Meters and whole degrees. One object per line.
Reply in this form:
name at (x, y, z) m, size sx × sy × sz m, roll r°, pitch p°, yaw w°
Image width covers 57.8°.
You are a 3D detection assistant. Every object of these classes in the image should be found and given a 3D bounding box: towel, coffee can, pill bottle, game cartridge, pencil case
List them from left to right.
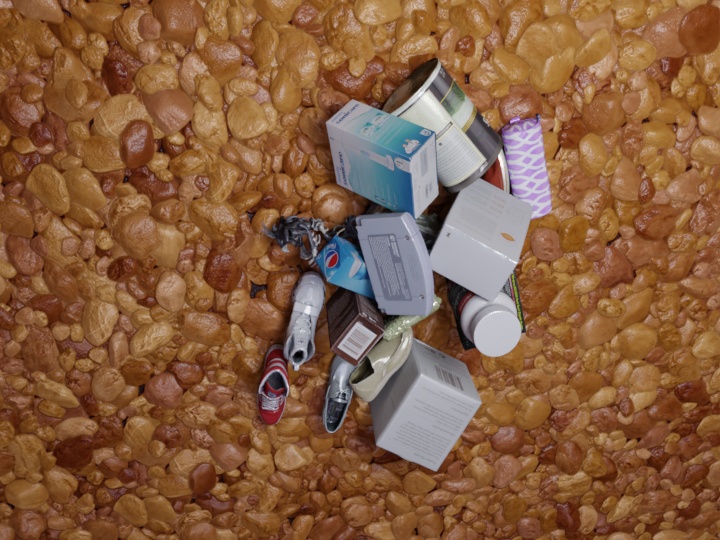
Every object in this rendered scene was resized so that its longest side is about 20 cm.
game cartridge at (0.070, -0.011, 1.229) m, size 0.131 × 0.040 × 0.205 m, roll 3°, pitch 118°, yaw 40°
towel at (0.099, 0.089, 1.361) m, size 0.147 × 0.200 × 0.037 m, roll -35°, pitch 92°, yaw 3°
coffee can at (0.154, -0.271, 1.235) m, size 0.146 × 0.147 × 0.200 m, roll -42°, pitch 111°, yaw 12°
pill bottle at (0.244, 0.076, 1.295) m, size 0.112 × 0.201 × 0.119 m, roll -2°, pitch 114°, yaw -5°
pencil case at (0.334, -0.206, 1.316) m, size 0.082 × 0.086 × 0.205 m, roll -16°, pitch 113°, yaw -3°

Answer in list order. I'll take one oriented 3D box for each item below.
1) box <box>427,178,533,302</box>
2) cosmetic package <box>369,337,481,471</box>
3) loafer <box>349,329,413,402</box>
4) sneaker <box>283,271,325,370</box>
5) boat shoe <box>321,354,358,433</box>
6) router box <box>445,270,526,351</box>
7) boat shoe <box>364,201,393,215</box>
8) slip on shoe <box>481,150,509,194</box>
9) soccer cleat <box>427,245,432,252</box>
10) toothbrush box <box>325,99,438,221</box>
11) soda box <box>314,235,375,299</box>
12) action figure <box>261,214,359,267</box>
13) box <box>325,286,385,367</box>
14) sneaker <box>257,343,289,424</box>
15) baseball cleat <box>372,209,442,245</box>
box at (0.230, -0.067, 1.250) m, size 0.149 × 0.201 × 0.108 m, roll 28°, pitch 132°, yaw 5°
cosmetic package at (0.139, 0.298, 1.467) m, size 0.164 × 0.167 × 0.203 m, roll 26°, pitch 108°, yaw -16°
loafer at (0.045, 0.198, 1.446) m, size 0.068 × 0.075 × 0.203 m, roll 31°, pitch 93°, yaw -35°
sneaker at (-0.118, 0.111, 1.388) m, size 0.073 × 0.116 × 0.205 m, roll 12°, pitch 111°, yaw -11°
boat shoe at (-0.044, 0.280, 1.492) m, size 0.068 × 0.072 × 0.206 m, roll 11°, pitch 112°, yaw -10°
router box at (0.273, 0.059, 1.435) m, size 0.146 × 0.062 × 0.205 m, roll -15°, pitch 114°, yaw 2°
boat shoe at (0.058, -0.140, 1.325) m, size 0.071 × 0.065 × 0.202 m, roll 11°, pitch 120°, yaw -46°
slip on shoe at (0.268, -0.170, 1.335) m, size 0.059 × 0.075 × 0.205 m, roll -5°, pitch 118°, yaw 0°
soccer cleat at (0.158, -0.045, 1.381) m, size 0.197 × 0.068 × 0.082 m, roll -30°, pitch 101°, yaw 7°
toothbrush box at (0.041, -0.204, 1.202) m, size 0.085 × 0.197 × 0.149 m, roll -45°, pitch 146°, yaw -28°
soda box at (0.000, 0.000, 1.316) m, size 0.068 × 0.065 × 0.198 m, roll -45°, pitch 145°, yaw 17°
action figure at (-0.101, -0.062, 1.319) m, size 0.194 × 0.119 × 0.105 m, roll -4°, pitch 109°, yaw -10°
box at (-0.015, 0.097, 1.346) m, size 0.074 × 0.201 × 0.101 m, roll 34°, pitch 107°, yaw -20°
sneaker at (-0.196, 0.280, 1.453) m, size 0.069 × 0.113 × 0.206 m, roll 5°, pitch 113°, yaw -7°
baseball cleat at (0.088, -0.069, 1.324) m, size 0.195 × 0.071 × 0.108 m, roll 9°, pitch 131°, yaw -31°
